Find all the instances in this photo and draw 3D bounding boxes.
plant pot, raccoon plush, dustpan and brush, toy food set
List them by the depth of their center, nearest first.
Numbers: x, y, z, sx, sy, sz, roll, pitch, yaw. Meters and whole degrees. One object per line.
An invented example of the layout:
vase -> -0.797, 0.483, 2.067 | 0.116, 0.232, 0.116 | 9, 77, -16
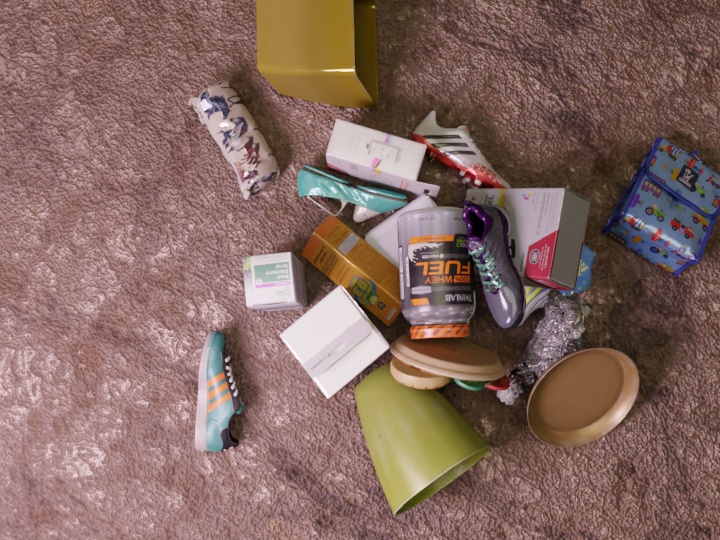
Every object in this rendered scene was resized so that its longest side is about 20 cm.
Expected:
toy food set -> 0.141, 0.150, 1.313 | 0.194, 0.200, 0.050 | 10, 99, -4
raccoon plush -> 0.299, 0.128, 1.323 | 0.096, 0.134, 0.200 | 32, 75, 35
plant pot -> 0.078, 0.256, 1.324 | 0.186, 0.187, 0.201 | -34, 70, -3
plant pot -> 0.361, 0.204, 1.339 | 0.196, 0.028, 0.203 | -7, 121, -12
plant pot -> -0.074, -0.390, 1.378 | 0.173, 0.200, 0.204 | -3, 84, 11
dustpan and brush -> 0.114, -0.009, 1.405 | 0.139, 0.057, 0.202 | -33, 78, 8

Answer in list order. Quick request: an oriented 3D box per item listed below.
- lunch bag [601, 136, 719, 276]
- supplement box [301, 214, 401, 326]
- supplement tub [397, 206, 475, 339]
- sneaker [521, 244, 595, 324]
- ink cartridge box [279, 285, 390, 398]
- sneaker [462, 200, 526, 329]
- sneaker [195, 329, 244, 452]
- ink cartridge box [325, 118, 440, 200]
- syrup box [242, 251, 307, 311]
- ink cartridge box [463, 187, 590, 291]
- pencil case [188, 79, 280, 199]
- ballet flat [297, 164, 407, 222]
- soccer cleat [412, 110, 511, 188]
lunch bag -> 0.534, -0.120, 1.398 | 0.149, 0.094, 0.201 | 31, 73, 5
supplement box -> 0.000, 0.000, 1.383 | 0.199, 0.067, 0.069 | 37, 46, 3
supplement tub -> 0.122, 0.007, 1.308 | 0.120, 0.123, 0.204 | -3, 85, 0
sneaker -> 0.331, 0.026, 1.381 | 0.104, 0.076, 0.202 | 32, 85, 3
ink cartridge box -> -0.038, 0.114, 1.314 | 0.128, 0.200, 0.126 | -39, 85, -3
sneaker -> 0.194, -0.008, 1.254 | 0.087, 0.074, 0.203 | 10, 63, -41
sneaker -> -0.232, 0.203, 1.378 | 0.078, 0.071, 0.204 | 3, 89, -3
ink cartridge box -> 0.045, -0.185, 1.386 | 0.197, 0.117, 0.069 | 17, 84, 2
syrup box -> -0.135, 0.021, 1.325 | 0.077, 0.200, 0.083 | -6, 84, 1
ink cartridge box -> 0.257, -0.053, 1.327 | 0.082, 0.198, 0.148 | 17, 82, -42
pencil case -> -0.215, -0.224, 1.411 | 0.089, 0.078, 0.202 | -28, 84, -23
ballet flat -> -0.018, -0.123, 1.411 | 0.197, 0.067, 0.072 | 17, 101, 5
soccer cleat -> 0.183, -0.201, 1.412 | 0.198, 0.069, 0.086 | 31, 86, 7
